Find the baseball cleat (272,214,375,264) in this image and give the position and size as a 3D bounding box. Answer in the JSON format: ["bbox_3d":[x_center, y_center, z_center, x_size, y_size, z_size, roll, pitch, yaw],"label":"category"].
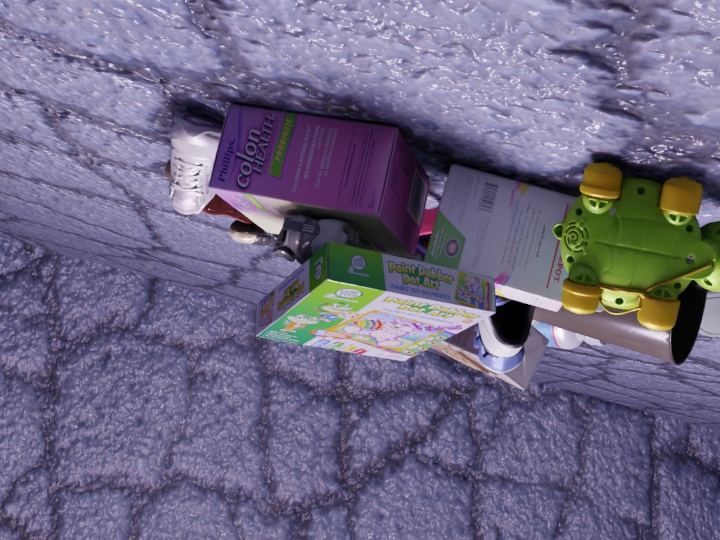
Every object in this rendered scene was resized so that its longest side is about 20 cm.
[{"bbox_3d":[-0.036,-0.017,0.983,0.104,0.071,0.201,17,162,17],"label":"baseball cleat"}]

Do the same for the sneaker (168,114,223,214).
[{"bbox_3d":[-0.193,-0.121,1.063,0.073,0.102,0.200,16,169,-3],"label":"sneaker"}]

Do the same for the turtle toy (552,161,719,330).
[{"bbox_3d":[0.286,-0.023,0.866,0.196,0.149,0.101,12,-167,15],"label":"turtle toy"}]

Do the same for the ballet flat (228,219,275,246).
[{"bbox_3d":[-0.126,-0.049,1.361,0.066,0.058,0.198,38,-158,31],"label":"ballet flat"}]

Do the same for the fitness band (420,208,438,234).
[{"bbox_3d":[0.023,-0.047,1.144,0.196,0.038,0.143,-11,176,-15],"label":"fitness band"}]

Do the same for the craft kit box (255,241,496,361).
[{"bbox_3d":[0.011,0.040,0.951,0.196,0.050,0.197,11,153,-24],"label":"craft kit box"}]

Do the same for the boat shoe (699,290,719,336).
[{"bbox_3d":[0.449,0.043,1.207,0.195,0.077,0.061,7,-149,-17],"label":"boat shoe"}]

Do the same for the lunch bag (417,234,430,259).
[{"bbox_3d":[0.131,-0.016,1.282,0.196,0.096,0.151,23,175,12],"label":"lunch bag"}]

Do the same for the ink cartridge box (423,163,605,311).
[{"bbox_3d":[0.177,-0.029,0.968,0.196,0.120,0.067,17,171,8],"label":"ink cartridge box"}]

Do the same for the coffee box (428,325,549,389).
[{"bbox_3d":[0.144,0.080,1.222,0.112,0.081,0.198,36,170,-38],"label":"coffee box"}]

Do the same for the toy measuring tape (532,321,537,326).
[{"bbox_3d":[0.288,0.046,1.289,0.072,0.075,0.202,13,138,1],"label":"toy measuring tape"}]

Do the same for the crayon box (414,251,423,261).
[{"bbox_3d":[0.000,0.000,1.279,0.052,0.125,0.199,59,168,-30],"label":"crayon box"}]

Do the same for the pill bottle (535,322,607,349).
[{"bbox_3d":[0.293,0.063,1.391,0.197,0.111,0.108,7,169,36],"label":"pill bottle"}]

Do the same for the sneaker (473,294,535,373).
[{"bbox_3d":[0.168,0.011,1.056,0.079,0.204,0.115,-8,163,-9],"label":"sneaker"}]

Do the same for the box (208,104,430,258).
[{"bbox_3d":[-0.039,-0.096,0.989,0.196,0.099,0.176,10,170,18],"label":"box"}]

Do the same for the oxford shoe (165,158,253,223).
[{"bbox_3d":[-0.217,-0.113,1.243,0.074,0.072,0.199,14,171,30],"label":"oxford shoe"}]

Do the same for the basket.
[{"bbox_3d":[0.308,0.025,1.090,0.197,0.139,0.179,13,-174,31],"label":"basket"}]

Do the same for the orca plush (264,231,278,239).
[{"bbox_3d":[-0.081,-0.057,1.214,0.104,0.072,0.200,34,175,26],"label":"orca plush"}]
